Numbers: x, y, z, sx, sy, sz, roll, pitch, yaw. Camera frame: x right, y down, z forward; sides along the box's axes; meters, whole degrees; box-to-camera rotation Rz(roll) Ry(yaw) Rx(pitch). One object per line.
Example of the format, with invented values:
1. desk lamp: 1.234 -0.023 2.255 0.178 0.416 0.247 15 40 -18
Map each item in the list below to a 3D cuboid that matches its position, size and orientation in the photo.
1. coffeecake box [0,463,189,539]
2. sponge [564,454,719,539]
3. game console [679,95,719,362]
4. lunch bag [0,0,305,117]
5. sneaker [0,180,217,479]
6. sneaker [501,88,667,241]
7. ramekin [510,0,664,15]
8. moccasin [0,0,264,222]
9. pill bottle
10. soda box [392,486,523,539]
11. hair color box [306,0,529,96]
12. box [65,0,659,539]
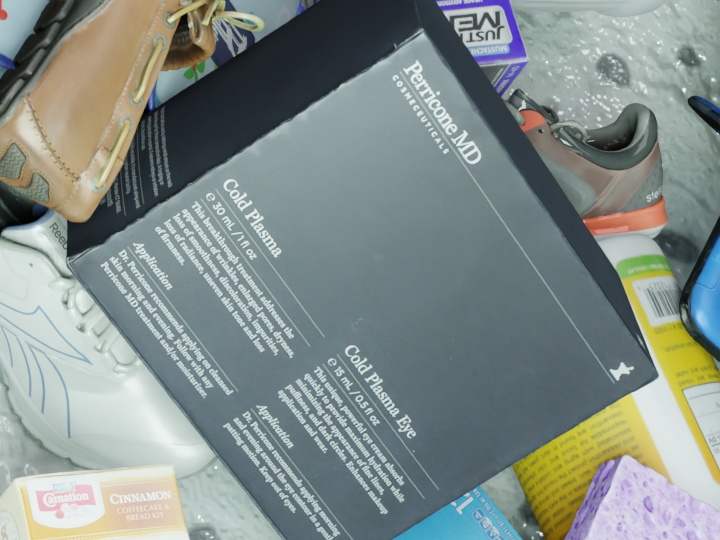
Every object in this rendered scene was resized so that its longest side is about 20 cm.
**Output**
1. coffeecake box: -0.113 0.201 1.080 0.073 0.154 0.201 -3 66 -27
2. sponge: 0.115 0.195 1.173 0.111 0.030 0.201 32 71 -12
3. game console: 0.233 0.022 1.358 0.200 0.118 0.171 39 63 -19
4. lunch bag: -0.122 -0.119 1.261 0.199 0.127 0.171 29 57 -26
5. sneaker: -0.137 0.017 1.202 0.200 0.087 0.075 42 54 -3
6. sneaker: 0.057 -0.052 1.312 0.199 0.082 0.077 -6 24 -19
7. ramekin: 0.092 -0.226 1.368 0.094 0.203 0.204 -12 71 -18
8. moccasin: -0.091 -0.109 1.155 0.078 0.073 0.202 39 54 -19
9. pill bottle: 0.133 0.095 1.280 0.110 0.111 0.201 -15 73 -31
10. soda box: 0.074 0.194 1.230 0.068 0.064 0.200 -35 84 -34
11. hair color box: 0.014 -0.166 1.351 0.064 0.109 0.201 -7 69 -22
12. box: 0.000 0.000 1.171 0.200 0.181 0.104 54 11 -24
